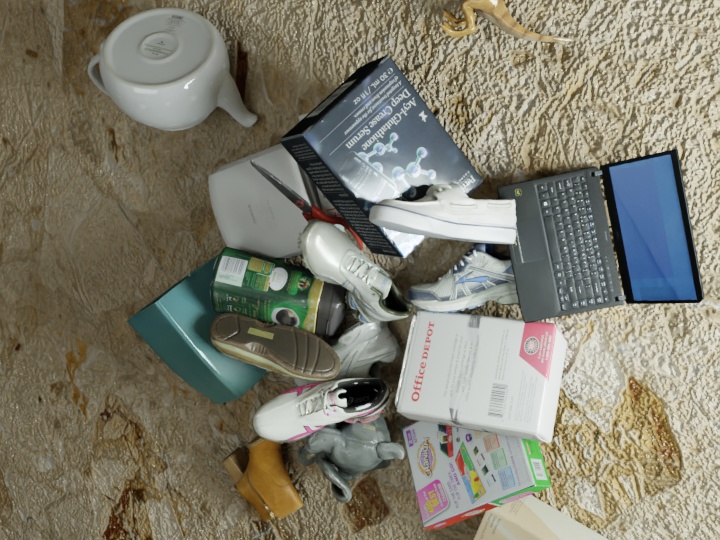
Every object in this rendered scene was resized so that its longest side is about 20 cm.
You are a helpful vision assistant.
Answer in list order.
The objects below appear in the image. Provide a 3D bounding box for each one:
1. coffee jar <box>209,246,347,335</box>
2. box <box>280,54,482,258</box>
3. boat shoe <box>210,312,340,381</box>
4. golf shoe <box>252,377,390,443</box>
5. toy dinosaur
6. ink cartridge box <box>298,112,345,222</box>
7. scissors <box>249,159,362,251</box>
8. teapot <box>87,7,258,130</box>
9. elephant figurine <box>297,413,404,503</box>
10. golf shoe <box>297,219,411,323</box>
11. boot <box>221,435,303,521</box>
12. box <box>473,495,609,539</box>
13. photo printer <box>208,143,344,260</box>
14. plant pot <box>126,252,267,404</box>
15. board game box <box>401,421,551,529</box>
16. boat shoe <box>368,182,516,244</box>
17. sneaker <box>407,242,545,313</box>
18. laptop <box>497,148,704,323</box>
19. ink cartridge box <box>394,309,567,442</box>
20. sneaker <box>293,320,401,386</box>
[{"bbox_3d":[-0.117,0.033,1.208,0.199,0.086,0.104,13,148,1],"label":"coffee jar"},{"bbox_3d":[0.026,-0.138,1.021,0.200,0.148,0.107,49,168,-18],"label":"box"},{"bbox_3d":[-0.125,0.122,1.208,0.199,0.072,0.076,21,144,8],"label":"boat shoe"},{"bbox_3d":[-0.056,0.187,1.151,0.092,0.199,0.073,105,149,-62],"label":"golf shoe"},{"bbox_3d":[0.152,-0.324,0.988,0.106,0.060,0.200,-36,86,33],"label":"toy dinosaur"},{"bbox_3d":[0.000,-0.134,1.136,0.115,0.068,0.201,-8,102,33],"label":"ink cartridge box"},{"bbox_3d":[-0.069,-0.089,1.115,0.073,0.014,0.200,-17,126,28],"label":"scissors"},{"bbox_3d":[-0.286,-0.280,1.210,0.200,0.197,0.146,57,165,27],"label":"teapot"},{"bbox_3d":[-0.022,0.287,1.268,0.141,0.155,0.200,-4,133,-9],"label":"elephant figurine"},{"bbox_3d":[0.000,0.000,1.104,0.097,0.078,0.200,5,149,45],"label":"golf shoe"},{"bbox_3d":[-0.140,0.343,1.386,0.144,0.071,0.201,50,127,0],"label":"boot"},{"bbox_3d":[0.267,0.398,1.149,0.200,0.078,0.095,26,117,22],"label":"box"},{"bbox_3d":[-0.137,-0.096,1.228,0.199,0.069,0.167,-13,100,33],"label":"photo printer"},{"bbox_3d":[-0.240,0.106,1.302,0.200,0.141,0.141,55,144,-9],"label":"plant pot"},{"bbox_3d":[0.156,0.261,1.148,0.200,0.040,0.153,-33,56,34],"label":"board game box"},{"bbox_3d":[0.103,-0.072,0.962,0.072,0.199,0.066,-176,92,-67],"label":"boat shoe"},{"bbox_3d":[0.156,0.004,1.094,0.199,0.077,0.086,-10,97,23],"label":"sneaker"},{"bbox_3d":[0.279,-0.034,0.967,0.199,0.103,0.178,-11,93,9],"label":"laptop"},{"bbox_3d":[0.161,0.139,1.086,0.199,0.085,0.146,5,73,28],"label":"ink cartridge box"},{"bbox_3d":[-0.021,0.147,1.239,0.200,0.078,0.100,-35,90,35],"label":"sneaker"}]
